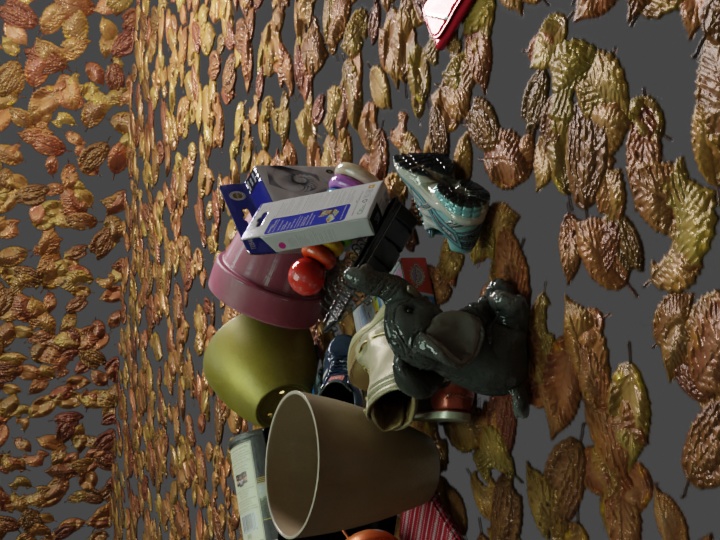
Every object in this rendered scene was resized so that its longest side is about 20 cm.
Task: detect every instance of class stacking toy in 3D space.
[{"bbox_3d":[-0.045,-0.055,1.633,0.201,0.085,0.085,-59,18,-14],"label":"stacking toy"}]

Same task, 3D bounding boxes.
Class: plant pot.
[{"bbox_3d":[-0.135,-0.026,1.866,0.200,0.198,0.180,47,119,57],"label":"plant pot"},{"bbox_3d":[-0.152,0.185,1.896,0.142,0.198,0.201,-122,37,-47],"label":"plant pot"},{"bbox_3d":[-0.003,0.261,1.491,0.187,0.198,0.189,-26,61,61],"label":"plant pot"}]

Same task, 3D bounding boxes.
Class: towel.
[{"bbox_3d":[0.102,0.377,1.528,0.200,0.022,0.146,-125,37,-55],"label":"towel"}]

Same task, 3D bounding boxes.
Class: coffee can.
[{"bbox_3d":[-0.146,0.389,1.969,0.146,0.145,0.202,131,132,-59],"label":"coffee can"}]

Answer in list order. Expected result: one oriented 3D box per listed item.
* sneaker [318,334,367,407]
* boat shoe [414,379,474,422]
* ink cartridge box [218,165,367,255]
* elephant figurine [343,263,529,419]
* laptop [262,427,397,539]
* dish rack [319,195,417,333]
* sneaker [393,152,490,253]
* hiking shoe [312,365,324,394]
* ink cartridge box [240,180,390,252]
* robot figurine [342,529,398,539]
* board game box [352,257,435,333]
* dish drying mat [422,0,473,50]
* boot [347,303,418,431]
[{"bbox_3d":[-0.028,0.167,1.670,0.085,0.074,0.201,68,-165,-50],"label":"sneaker"},{"bbox_3d":[0.090,0.167,1.473,0.200,0.071,0.063,159,116,-67],"label":"boat shoe"},{"bbox_3d":[-0.101,-0.097,1.740,0.200,0.198,0.041,-120,34,-47],"label":"ink cartridge box"},{"bbox_3d":[0.088,0.081,1.298,0.155,0.198,0.143,-132,45,-57],"label":"elephant figurine"},{"bbox_3d":[-0.049,0.343,1.676,0.116,0.186,0.202,-135,47,-59],"label":"laptop"},{"bbox_3d":[0.000,0.000,1.587,0.200,0.054,0.154,-42,14,54],"label":"dish rack"},{"bbox_3d":[0.092,-0.089,1.435,0.200,0.077,0.087,-127,37,-54],"label":"sneaker"},{"bbox_3d":[-0.042,0.256,1.818,0.087,0.074,0.202,124,148,-66],"label":"hiking shoe"},{"bbox_3d":[-0.062,-0.072,1.562,0.095,0.198,0.037,-67,-37,-50],"label":"ink cartridge box"},{"bbox_3d":[0.027,0.441,1.554,0.200,0.143,0.118,-123,36,-52],"label":"robot figurine"},{"bbox_3d":[0.052,0.091,1.593,0.200,0.040,0.154,131,132,-59],"label":"board game box"},{"bbox_3d":[0.126,-0.366,1.395,0.200,0.018,0.077,124,139,-55],"label":"dish drying mat"},{"bbox_3d":[0.029,0.144,1.461,0.200,0.072,0.157,126,156,-48],"label":"boot"}]
